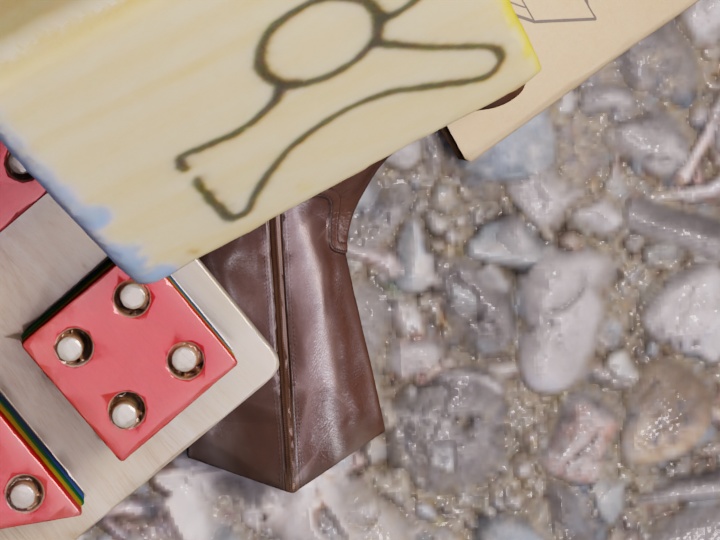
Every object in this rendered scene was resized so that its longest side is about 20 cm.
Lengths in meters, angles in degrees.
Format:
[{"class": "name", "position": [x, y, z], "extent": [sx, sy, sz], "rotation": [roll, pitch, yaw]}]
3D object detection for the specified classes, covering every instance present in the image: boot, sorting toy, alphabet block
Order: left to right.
[{"class": "sorting toy", "position": [-0.172, 0.032, 1.162], "extent": [0.199, 0.070, 0.200], "rotation": [-39, 98, 0]}, {"class": "alphabet block", "position": [-0.068, -0.147, 1.060], "extent": [0.199, 0.195, 0.197], "rotation": [-27, 61, 5]}, {"class": "boot", "position": [0.000, 0.000, 1.225], "extent": [0.185, 0.064, 0.201], "rotation": [-6, 92, 9]}]

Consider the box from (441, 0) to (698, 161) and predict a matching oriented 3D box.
[{"class": "box", "position": [0.090, -0.176, 1.274], "extent": [0.200, 0.021, 0.164], "rotation": [-34, 101, -12]}]
